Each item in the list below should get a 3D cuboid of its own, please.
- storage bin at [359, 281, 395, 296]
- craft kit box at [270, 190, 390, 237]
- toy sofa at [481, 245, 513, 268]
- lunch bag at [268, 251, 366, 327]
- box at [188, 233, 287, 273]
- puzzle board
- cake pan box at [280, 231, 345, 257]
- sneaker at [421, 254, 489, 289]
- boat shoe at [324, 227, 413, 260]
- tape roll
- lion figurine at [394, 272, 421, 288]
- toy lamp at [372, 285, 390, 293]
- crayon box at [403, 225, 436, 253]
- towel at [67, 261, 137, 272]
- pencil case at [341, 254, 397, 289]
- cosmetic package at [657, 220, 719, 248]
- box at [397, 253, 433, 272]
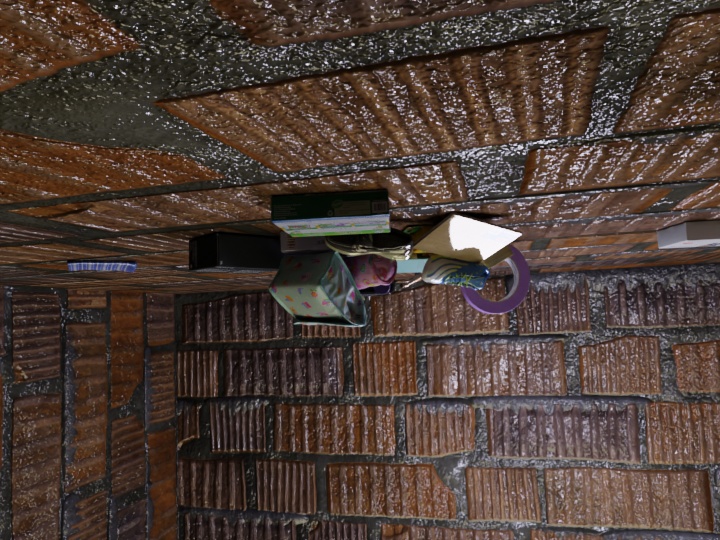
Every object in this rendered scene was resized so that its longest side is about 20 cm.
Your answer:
[{"bbox_3d":[-0.012,-0.001,1.601,0.194,0.140,0.093,0,175,-24],"label":"storage bin"},{"bbox_3d":[-0.044,-0.095,1.027,0.193,0.050,0.198,-3,173,2],"label":"craft kit box"},{"bbox_3d":[0.328,-0.058,1.562,0.081,0.100,0.200,-26,176,-3],"label":"toy sofa"},{"bbox_3d":[-0.091,0.064,1.364,0.166,0.124,0.202,-2,137,34],"label":"lunch bag"},{"bbox_3d":[-0.290,-0.037,1.398,0.196,0.082,0.139,3,176,-44],"label":"box"},{"bbox_3d":[0.230,-0.070,1.267,0.195,0.018,0.150,10,150,-30],"label":"puzzle board"},{"bbox_3d":[-0.079,-0.062,1.387,0.193,0.054,0.184,-3,178,6],"label":"cake pan box"},{"bbox_3d":[0.233,0.002,1.365,0.197,0.078,0.104,-14,-147,-43],"label":"sneaker"},{"bbox_3d":[0.019,-0.072,1.246,0.193,0.075,0.065,6,150,0],"label":"boat shoe"},{"bbox_3d":[0.385,0.021,1.688,0.193,0.208,0.066,-3,175,4],"label":"tape roll"},{"bbox_3d":[0.184,-0.019,1.645,0.120,0.074,0.199,-11,161,-39],"label":"lion figurine"},{"bbox_3d":[0.084,-0.014,1.528,0.057,0.060,0.201,-5,-154,28],"label":"toy lamp"},{"bbox_3d":[0.195,-0.073,1.378,0.193,0.053,0.127,-1,176,-5],"label":"crayon box"},{"bbox_3d":[-0.795,-0.011,1.805,0.194,0.025,0.144,0,174,-26],"label":"towel"},{"bbox_3d":[0.000,0.000,1.386,0.085,0.091,0.197,1,174,-37],"label":"pencil case"},{"bbox_3d":[0.898,-0.094,1.510,0.193,0.054,0.151,-3,173,2],"label":"cosmetic package"},{"bbox_3d":[0.116,-0.041,1.462,0.193,0.084,0.050,-2,139,-9],"label":"box"}]
